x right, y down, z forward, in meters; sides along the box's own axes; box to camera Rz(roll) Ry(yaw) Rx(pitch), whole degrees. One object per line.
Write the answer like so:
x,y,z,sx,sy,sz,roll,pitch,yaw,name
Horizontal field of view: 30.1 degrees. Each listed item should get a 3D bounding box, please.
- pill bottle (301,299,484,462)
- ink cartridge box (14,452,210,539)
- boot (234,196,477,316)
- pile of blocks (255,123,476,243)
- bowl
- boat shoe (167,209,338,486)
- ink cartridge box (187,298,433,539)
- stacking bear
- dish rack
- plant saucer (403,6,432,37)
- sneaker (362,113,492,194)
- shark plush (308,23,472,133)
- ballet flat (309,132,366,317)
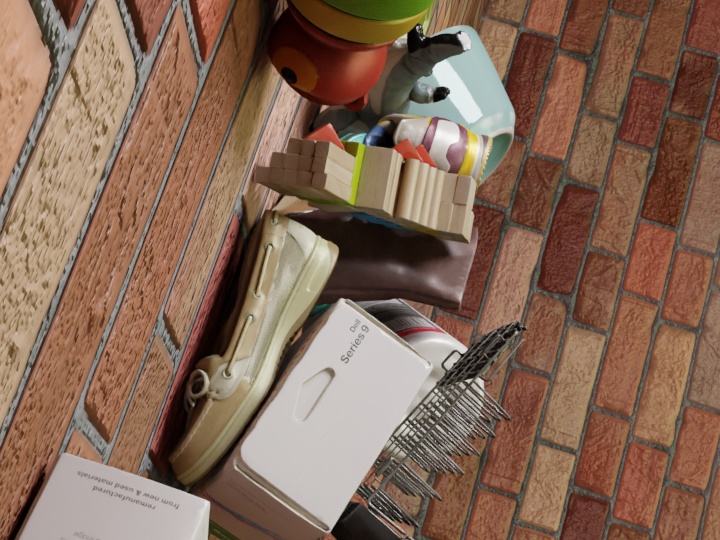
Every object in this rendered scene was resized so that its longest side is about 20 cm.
0.018,0.080,1.174,0.200,0.110,0.111,36,-68,63,pill bottle
-0.144,0.214,0.633,0.147,0.085,0.201,100,6,-51,ink cartridge box
0.000,0.000,1.047,0.200,0.165,0.073,-65,170,-49,boot
0.011,-0.072,1.013,0.199,0.082,0.063,16,82,-40,pile of blocks
0.076,-0.132,1.333,0.200,0.105,0.201,-38,164,-13,bowl
-0.086,0.053,0.935,0.201,0.063,0.073,-61,-172,-16,boat shoe
-0.045,0.123,0.977,0.146,0.087,0.200,-56,-177,-25,ink cartridge box
-0.002,-0.182,0.822,0.114,0.121,0.200,-49,171,-41,stacking bear
0.052,0.122,0.953,0.200,0.055,0.153,-48,-177,-12,dish rack
0.035,-0.241,1.351,0.200,0.048,0.201,95,12,-68,plant saucer
0.037,-0.096,1.138,0.200,0.090,0.075,-20,-130,70,sneaker
0.037,-0.164,1.106,0.200,0.083,0.091,-38,-148,52,shark plush
-0.035,-0.040,1.221,0.070,0.067,0.201,-39,-154,52,ballet flat
